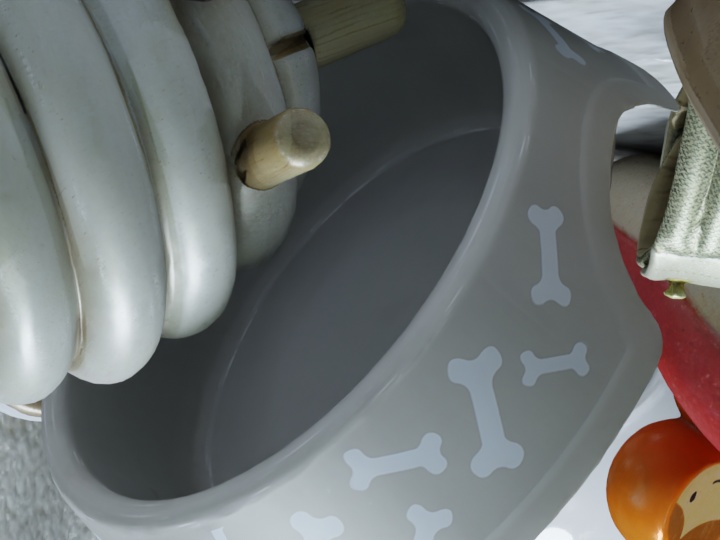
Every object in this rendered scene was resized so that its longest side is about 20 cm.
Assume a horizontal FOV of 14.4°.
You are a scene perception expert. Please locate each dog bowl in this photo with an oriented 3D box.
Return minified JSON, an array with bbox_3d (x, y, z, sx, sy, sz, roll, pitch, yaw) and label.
[{"bbox_3d":[-0.006,0.006,0.762,0.059,0.201,0.200,38,156,-31],"label":"dog bowl"}]

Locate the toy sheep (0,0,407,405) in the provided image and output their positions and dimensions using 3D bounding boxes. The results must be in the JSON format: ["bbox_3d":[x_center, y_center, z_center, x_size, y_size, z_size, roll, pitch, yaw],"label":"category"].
[{"bbox_3d":[-0.075,-0.034,0.709,0.199,0.139,0.138,-17,-178,-20],"label":"toy sheep"}]

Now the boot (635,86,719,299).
[{"bbox_3d":[0.159,0.003,0.847,0.154,0.072,0.201,6,140,5],"label":"boot"}]

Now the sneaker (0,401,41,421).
[{"bbox_3d":[-0.081,0.006,1.028,0.200,0.072,0.112,-26,-172,-39],"label":"sneaker"}]

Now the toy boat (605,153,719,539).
[{"bbox_3d":[0.133,0.045,1.030,0.130,0.131,0.200,24,-172,-16],"label":"toy boat"}]

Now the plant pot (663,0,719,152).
[{"bbox_3d":[0.168,-0.015,0.664,0.093,0.201,0.201,-41,157,16],"label":"plant pot"}]

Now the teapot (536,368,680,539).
[{"bbox_3d":[0.094,0.062,1.423,0.199,0.197,0.146,-30,139,-16],"label":"teapot"}]
